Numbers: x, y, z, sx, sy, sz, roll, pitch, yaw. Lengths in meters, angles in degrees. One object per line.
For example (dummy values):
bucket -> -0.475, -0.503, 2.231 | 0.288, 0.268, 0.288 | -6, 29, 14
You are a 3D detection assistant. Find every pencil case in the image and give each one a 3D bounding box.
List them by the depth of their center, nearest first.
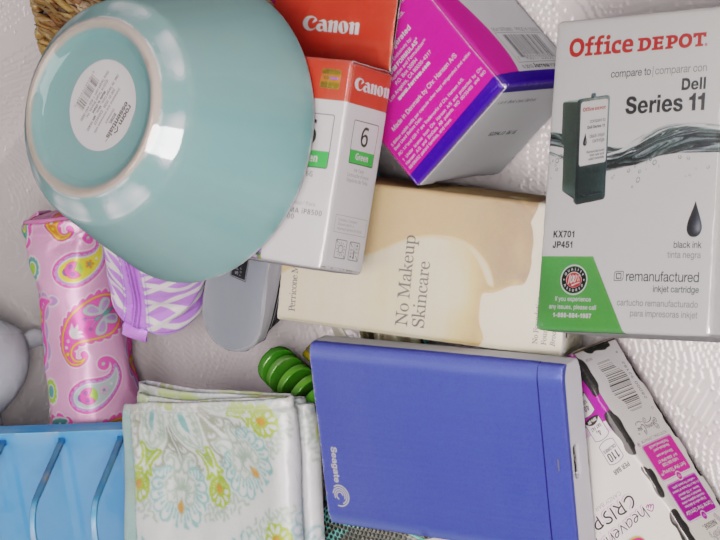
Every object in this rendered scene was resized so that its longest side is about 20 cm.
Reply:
pencil case -> -0.151, -0.025, 1.606 | 0.084, 0.200, 0.086 | 16, 65, 9
pencil case -> -0.215, 0.051, 1.724 | 0.087, 0.087, 0.201 | 0, 98, 36

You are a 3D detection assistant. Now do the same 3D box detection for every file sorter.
file sorter -> -0.268, 0.206, 1.661 | 0.199, 0.123, 0.139 | -3, 116, 7

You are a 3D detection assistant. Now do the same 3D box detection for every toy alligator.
toy alligator -> -0.022, 0.102, 1.581 | 0.059, 0.054, 0.200 | -49, 48, -1

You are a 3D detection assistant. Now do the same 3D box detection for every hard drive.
hard drive -> 0.059, 0.116, 1.477 | 0.200, 0.025, 0.132 | 4, 108, 35

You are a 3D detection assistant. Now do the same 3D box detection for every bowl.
bowl -> -0.140, -0.096, 1.422 | 0.200, 0.105, 0.202 | -5, 81, 37

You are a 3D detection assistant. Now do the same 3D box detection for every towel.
towel -> -0.100, 0.182, 1.594 | 0.171, 0.048, 0.201 | 0, 95, 42

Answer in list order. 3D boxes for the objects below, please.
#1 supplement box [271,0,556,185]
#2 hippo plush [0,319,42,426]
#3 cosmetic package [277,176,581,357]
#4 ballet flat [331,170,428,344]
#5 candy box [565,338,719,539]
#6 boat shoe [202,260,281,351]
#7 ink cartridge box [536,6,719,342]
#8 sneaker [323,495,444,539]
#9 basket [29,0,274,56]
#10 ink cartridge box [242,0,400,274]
supplement box -> 0.036, -0.166, 1.497 | 0.103, 0.101, 0.200 | -48, 68, 31
hippo plush -> -0.336, 0.111, 1.776 | 0.200, 0.159, 0.161 | 28, 113, 31
cosmetic package -> 0.051, -0.006, 1.487 | 0.199, 0.071, 0.106 | 6, 96, 16
ballet flat -> 0.000, 0.000, 1.562 | 0.067, 0.062, 0.201 | 147, 107, -76
candy box -> 0.162, 0.166, 1.473 | 0.136, 0.061, 0.200 | -42, 75, 35
boat shoe -> -0.060, -0.036, 1.604 | 0.073, 0.068, 0.200 | 22, 119, 23
ink cartridge box -> 0.192, -0.058, 1.373 | 0.146, 0.083, 0.201 | 0, 85, 48
sneaker -> -0.003, 0.185, 1.608 | 0.200, 0.078, 0.092 | -11, 74, 34
basket -> -0.126, -0.168, 1.642 | 0.200, 0.149, 0.143 | 35, 149, 27
ink cartridge box -> -0.040, -0.103, 1.445 | 0.109, 0.050, 0.201 | 9, 90, 35
